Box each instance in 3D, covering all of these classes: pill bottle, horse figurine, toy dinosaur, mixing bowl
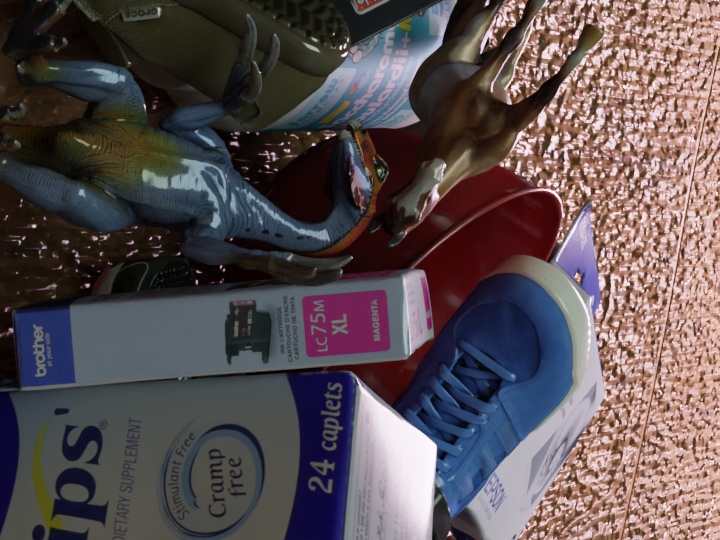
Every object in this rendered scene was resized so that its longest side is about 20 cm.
[{"bbox_3d":[-0.035,-0.127,0.937,0.199,0.110,0.112,-8,101,-55],"label":"pill bottle"},{"bbox_3d":[0.059,-0.096,0.885,0.050,0.133,0.201,31,23,-16],"label":"horse figurine"},{"bbox_3d":[-0.081,-0.051,0.779,0.181,0.199,0.106,30,70,-47],"label":"toy dinosaur"},{"bbox_3d":[0.000,0.000,0.966,0.200,0.108,0.201,-40,160,-18],"label":"mixing bowl"}]

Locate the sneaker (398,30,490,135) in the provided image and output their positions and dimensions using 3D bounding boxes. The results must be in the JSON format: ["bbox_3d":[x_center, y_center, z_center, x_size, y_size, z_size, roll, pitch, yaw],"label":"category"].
[{"bbox_3d":[0.048,-0.110,1.096,0.106,0.074,0.202,-18,108,-52],"label":"sneaker"}]

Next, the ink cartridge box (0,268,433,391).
[{"bbox_3d":[-0.071,0.026,0.804,0.119,0.198,0.042,-9,92,-84],"label":"ink cartridge box"}]

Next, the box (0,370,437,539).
[{"bbox_3d":[-0.078,0.151,0.795,0.105,0.198,0.186,43,46,-57],"label":"box"}]

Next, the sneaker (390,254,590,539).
[{"bbox_3d":[0.043,0.083,0.941,0.111,0.077,0.200,-41,168,-41],"label":"sneaker"}]

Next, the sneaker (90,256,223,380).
[{"bbox_3d":[-0.079,0.087,0.922,0.080,0.086,0.202,-32,120,-52],"label":"sneaker"}]

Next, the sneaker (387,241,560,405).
[{"bbox_3d":[0.055,0.038,1.129,0.200,0.079,0.076,-43,151,-47],"label":"sneaker"}]

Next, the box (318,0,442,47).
[{"bbox_3d":[0.033,-0.232,0.825,0.200,0.199,0.050,64,-1,-12],"label":"box"}]

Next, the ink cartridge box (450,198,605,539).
[{"bbox_3d":[0.115,0.079,1.156,0.201,0.040,0.200,-58,161,-11],"label":"ink cartridge box"}]

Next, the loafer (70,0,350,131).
[{"bbox_3d":[-0.102,-0.125,0.800,0.068,0.199,0.076,-59,179,26],"label":"loafer"}]
